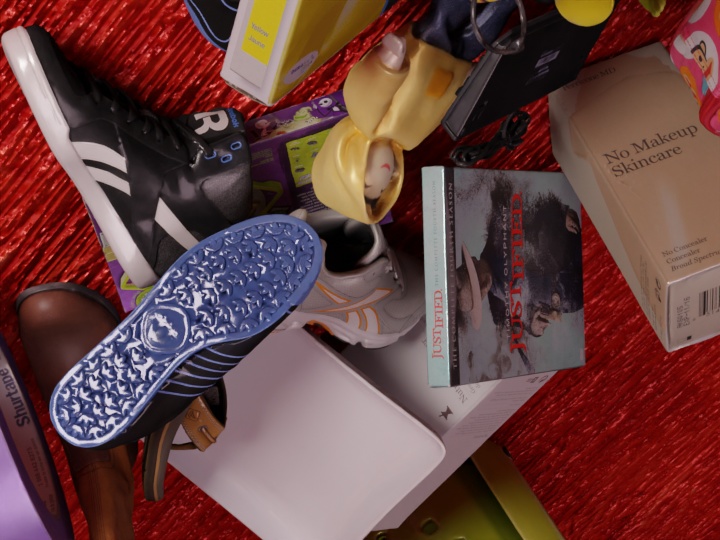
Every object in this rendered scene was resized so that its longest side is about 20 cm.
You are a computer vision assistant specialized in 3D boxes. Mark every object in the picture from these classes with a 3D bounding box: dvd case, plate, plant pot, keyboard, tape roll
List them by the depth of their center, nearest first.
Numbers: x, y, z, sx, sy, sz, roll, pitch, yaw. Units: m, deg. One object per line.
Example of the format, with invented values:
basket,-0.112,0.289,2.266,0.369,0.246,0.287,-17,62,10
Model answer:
keyboard,0.102,-0.120,1.126,0.200,0.021,0.127,-29,152,-57
tape roll,-0.258,0.112,1.133,0.085,0.200,0.200,-22,141,-4
dvd case,0.103,0.002,1.215,0.022,0.147,0.200,-1,180,34
plate,-0.056,0.112,1.276,0.200,0.199,0.032,-51,180,41
plant pot,0.090,0.273,1.509,0.181,0.199,0.200,-30,141,-5

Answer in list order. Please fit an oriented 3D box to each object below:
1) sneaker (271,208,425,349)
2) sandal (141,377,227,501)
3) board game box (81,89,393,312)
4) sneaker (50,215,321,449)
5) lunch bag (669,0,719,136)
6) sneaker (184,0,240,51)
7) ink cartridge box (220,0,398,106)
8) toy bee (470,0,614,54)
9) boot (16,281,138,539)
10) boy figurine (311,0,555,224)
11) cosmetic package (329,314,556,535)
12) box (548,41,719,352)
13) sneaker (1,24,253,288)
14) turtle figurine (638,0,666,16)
sneaker,0.000,0.000,1.194,0.092,0.076,0.200,-38,156,32
sandal,-0.114,0.084,1.225,0.054,0.082,0.201,16,117,-11
board game box,-0.081,-0.047,1.186,0.199,0.032,0.120,-19,136,-7
sneaker,-0.107,0.039,1.104,0.200,0.070,0.078,-37,173,-1
lunch bag,0.313,-0.168,1.118,0.175,0.082,0.200,-2,146,-27
sneaker,-0.063,-0.192,0.993,0.070,0.078,0.201,-12,139,-16
ink cartridge box,0.010,-0.214,0.950,0.198,0.047,0.200,-44,163,-46
toy bee,0.091,-0.197,1.009,0.199,0.108,0.132,-20,104,-38
boot,-0.188,0.130,1.187,0.068,0.201,0.189,-7,141,-4
boy figurine,0.036,-0.118,1.104,0.200,0.064,0.124,-53,156,10
cosmetic package,0.039,0.097,1.334,0.200,0.113,0.081,-48,153,22
box,0.207,-0.053,1.194,0.095,0.200,0.078,-21,141,-6
sneaker,-0.131,-0.089,1.074,0.112,0.073,0.200,-29,132,-4
turtle figurine,0.267,-0.219,1.149,0.160,0.065,0.200,-4,145,-17
